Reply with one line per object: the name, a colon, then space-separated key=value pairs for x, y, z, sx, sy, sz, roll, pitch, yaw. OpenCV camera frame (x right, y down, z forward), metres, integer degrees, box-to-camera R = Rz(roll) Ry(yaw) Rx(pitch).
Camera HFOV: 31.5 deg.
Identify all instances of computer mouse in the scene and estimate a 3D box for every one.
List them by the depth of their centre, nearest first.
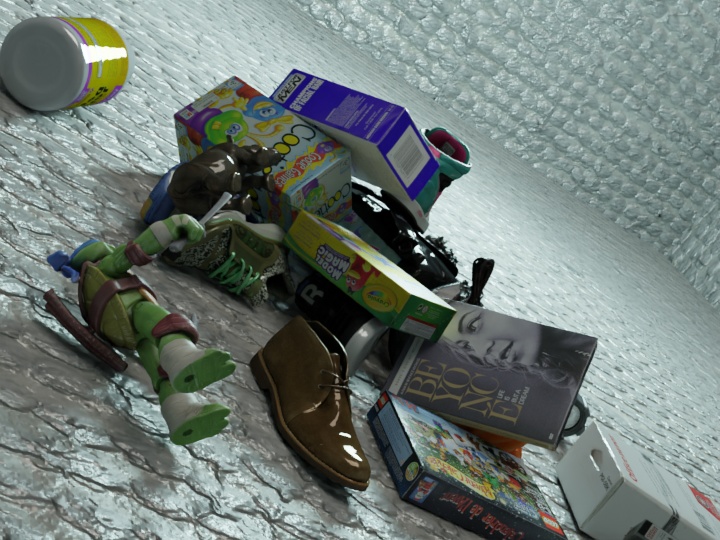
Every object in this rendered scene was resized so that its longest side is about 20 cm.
computer mouse: x=0.084 y=0.068 z=1.556 sx=0.046 sy=0.141 sz=0.200 roll=34 pitch=51 yaw=22

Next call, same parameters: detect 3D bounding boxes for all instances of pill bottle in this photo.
pill bottle: x=-0.333 y=-0.244 z=1.492 sx=0.104 sy=0.104 sz=0.200 roll=38 pitch=16 yaw=3

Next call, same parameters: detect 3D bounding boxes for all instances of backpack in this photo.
backpack: x=0.010 y=-0.023 z=1.591 sx=0.200 sy=0.127 sz=0.167 roll=43 pitch=4 yaw=25

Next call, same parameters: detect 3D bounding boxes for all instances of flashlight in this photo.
flashlight: x=0.265 y=0.158 z=1.751 sx=0.068 sy=0.068 sz=0.200 roll=39 pitch=16 yaw=-15

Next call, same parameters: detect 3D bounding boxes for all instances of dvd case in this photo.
dvd case: x=0.139 y=0.106 z=1.376 sx=0.199 sy=0.149 sz=0.016 roll=14 pitch=-38 yaw=22

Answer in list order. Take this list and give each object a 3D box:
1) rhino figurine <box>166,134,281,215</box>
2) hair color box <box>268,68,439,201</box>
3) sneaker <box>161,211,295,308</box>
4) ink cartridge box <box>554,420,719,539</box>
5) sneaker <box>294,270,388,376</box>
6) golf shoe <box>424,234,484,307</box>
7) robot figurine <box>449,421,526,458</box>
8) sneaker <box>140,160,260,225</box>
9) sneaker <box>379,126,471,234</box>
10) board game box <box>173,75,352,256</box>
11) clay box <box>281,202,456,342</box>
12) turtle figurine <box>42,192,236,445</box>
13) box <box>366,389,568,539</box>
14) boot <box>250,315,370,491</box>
rhino figurine: x=-0.138 y=-0.106 z=1.348 sx=0.087 sy=0.060 sz=0.200 roll=1 pitch=20 yaw=16
hair color box: x=-0.010 y=-0.164 z=1.525 sx=0.199 sy=0.065 sz=0.109 roll=24 pitch=-20 yaw=40
sneaker: x=-0.126 y=-0.005 z=1.352 sx=0.200 sy=0.077 sz=0.089 roll=3 pitch=53 yaw=-57
ink cartridge box: x=0.341 y=0.288 z=1.513 sx=0.200 sy=0.083 sz=0.147 roll=34 pitch=15 yaw=-15
sneaker: x=-0.030 y=0.052 z=1.403 sx=0.112 sy=0.073 sz=0.200 roll=35 pitch=8 yaw=5
golf shoe: x=0.107 y=0.045 z=1.720 sx=0.201 sy=0.094 sz=0.078 roll=60 pitch=20 yaw=-24
robot figurine: x=0.155 y=0.136 z=1.465 sx=0.144 sy=0.117 sz=0.200 roll=37 pitch=11 yaw=-4
sneaker: x=-0.168 y=-0.067 z=1.409 sx=0.088 sy=0.075 sz=0.200 roll=41 pitch=16 yaw=10
sneaker: x=0.084 y=-0.120 z=1.621 sx=0.084 sy=0.121 sz=0.200 roll=39 pitch=-1 yaw=5
board game box: x=-0.115 y=-0.127 z=1.522 sx=0.200 sy=0.105 sz=0.103 roll=35 pitch=-32 yaw=27
clay box: x=0.000 y=0.000 z=1.399 sx=0.200 sy=0.048 sz=0.115 roll=37 pitch=8 yaw=32
turtle figurine: x=-0.143 y=0.033 z=1.049 sx=0.199 sy=0.144 sz=0.194 roll=16 pitch=30 yaw=-46
box: x=0.108 y=0.210 z=1.298 sx=0.199 sy=0.038 sz=0.137 roll=29 pitch=17 yaw=-29
boot: x=-0.036 y=0.118 z=1.174 sx=0.073 sy=0.076 sz=0.200 roll=26 pitch=20 yaw=-43
